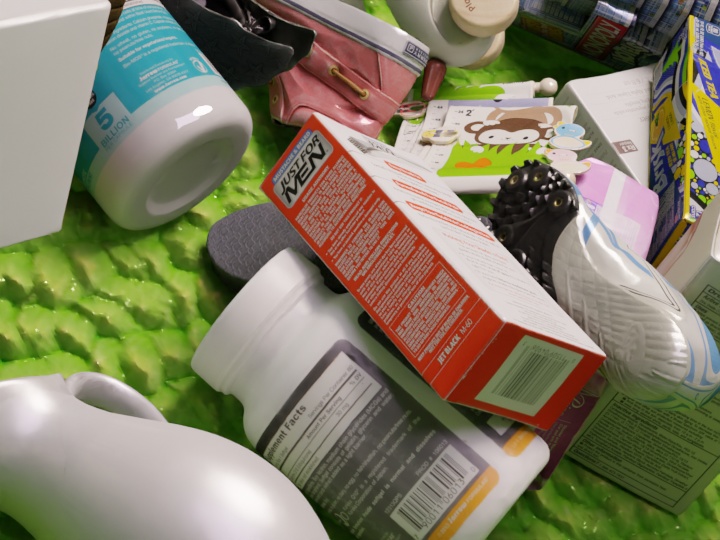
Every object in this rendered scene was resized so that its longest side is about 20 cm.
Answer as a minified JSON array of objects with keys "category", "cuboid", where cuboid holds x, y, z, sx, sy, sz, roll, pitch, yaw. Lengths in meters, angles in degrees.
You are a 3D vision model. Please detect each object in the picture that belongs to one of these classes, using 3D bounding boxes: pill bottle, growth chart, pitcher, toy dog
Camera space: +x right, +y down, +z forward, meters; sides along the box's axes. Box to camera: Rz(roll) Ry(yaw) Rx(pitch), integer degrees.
[{"category":"pill bottle","cuboid":[0.004,0.086,1.418,0.200,0.117,0.116,41,41,7]},{"category":"pill bottle","cuboid":[-0.166,-0.131,1.517,0.110,0.111,0.200,-22,64,-44]},{"category":"growth chart","cuboid":[0.082,-0.089,1.616,0.144,0.018,0.200,-5,24,5]},{"category":"pitcher","cuboid":[-0.109,0.127,1.319,0.199,0.122,0.171,30,24,12]},{"category":"toy dog","cuboid":[0.017,-0.189,1.687,0.199,0.132,0.097,26,73,28]}]

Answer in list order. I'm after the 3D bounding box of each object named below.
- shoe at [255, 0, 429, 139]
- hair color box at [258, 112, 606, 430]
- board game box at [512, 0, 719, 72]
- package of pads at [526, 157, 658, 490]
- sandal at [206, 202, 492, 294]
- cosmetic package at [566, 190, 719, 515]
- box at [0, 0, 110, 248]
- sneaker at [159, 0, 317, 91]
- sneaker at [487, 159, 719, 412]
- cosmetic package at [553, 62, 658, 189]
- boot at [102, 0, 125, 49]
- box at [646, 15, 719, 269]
[{"category":"shoe","cuboid":[-0.049,-0.146,1.638,0.200,0.091,0.071,28,-1,36]},{"category":"hair color box","cuboid":[0.040,0.000,1.408,0.111,0.064,0.200,19,25,-50]},{"category":"board game box","cuboid":[0.188,-0.196,1.783,0.199,0.200,0.062,20,85,0]},{"category":"package of pads","cuboid":[0.125,0.032,1.544,0.075,0.121,0.200,25,41,-2]},{"category":"sandal","cuboid":[0.000,0.001,1.517,0.199,0.043,0.076,4,47,4]},{"category":"cosmetic package","cuboid":[0.218,0.051,1.528,0.103,0.200,0.087,30,42,-7]},{"category":"box","cuboid":[-0.256,-0.121,1.359,0.200,0.153,0.106,35,33,29]},{"category":"sneaker","cuboid":[-0.129,-0.179,1.590,0.200,0.104,0.060,43,40,9]},{"category":"sneaker","cuboid":[0.144,0.012,1.443,0.072,0.072,0.200,29,20,-52]},{"category":"cosmetic package","cuboid":[0.218,-0.043,1.707,0.112,0.081,0.200,-15,60,-39]},{"category":"boot","cuboid":[-0.228,-0.164,1.440,0.155,0.200,0.072,48,38,17]},{"category":"box","cuboid":[0.239,-0.078,1.644,0.070,0.064,0.201,19,48,-11]}]
